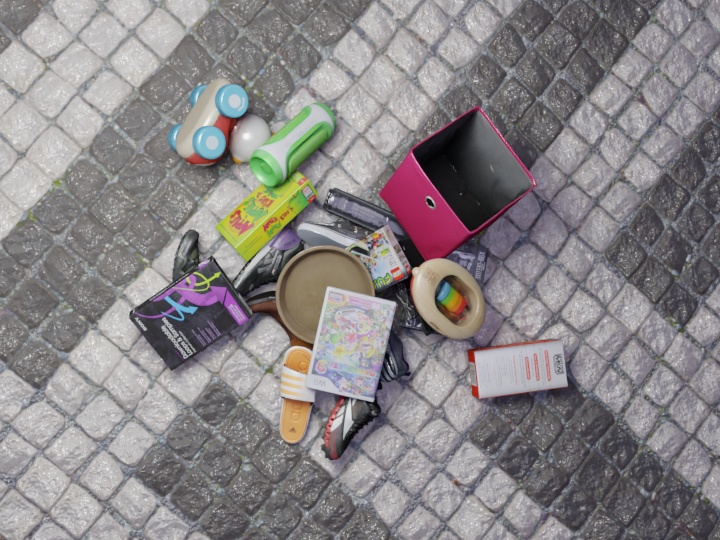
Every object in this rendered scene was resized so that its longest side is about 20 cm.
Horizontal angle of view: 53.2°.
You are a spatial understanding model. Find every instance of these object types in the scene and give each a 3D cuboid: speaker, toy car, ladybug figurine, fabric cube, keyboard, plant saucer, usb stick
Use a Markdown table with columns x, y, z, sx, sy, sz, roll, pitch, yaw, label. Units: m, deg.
| x | y | z | sx | sy | sz | roll | pitch | yaw | label |
| --- | --- | --- | --- | --- | --- | --- | --- | --- | --- |
| -0.134 | -0.256 | 1.452 | 0.088 | 0.088 | 0.200 | 44 | 58 | -4 | speaker |
| -0.253 | -0.264 | 1.452 | 0.199 | 0.183 | 0.179 | 32 | 83 | -33 | toy car |
| 0.168 | 0.055 | 1.439 | 0.200 | 0.072 | 0.137 | 43 | 72 | -25 | ladybug figurine |
| 0.186 | -0.161 | 1.430 | 0.199 | 0.199 | 0.198 | -34 | 85 | -25 | fabric cube |
| 0.111 | 0.034 | 1.486 | 0.103 | 0.039 | 0.203 | -21 | 89 | -30 | keyboard |
| -0.069 | 0.048 | 1.425 | 0.196 | 0.029 | 0.204 | -1 | 102 | -3 | plant saucer |
| 0.017 | -0.115 | 1.524 | 0.197 | 0.033 | 0.056 | 23 | 91 | -6 | usb stick |

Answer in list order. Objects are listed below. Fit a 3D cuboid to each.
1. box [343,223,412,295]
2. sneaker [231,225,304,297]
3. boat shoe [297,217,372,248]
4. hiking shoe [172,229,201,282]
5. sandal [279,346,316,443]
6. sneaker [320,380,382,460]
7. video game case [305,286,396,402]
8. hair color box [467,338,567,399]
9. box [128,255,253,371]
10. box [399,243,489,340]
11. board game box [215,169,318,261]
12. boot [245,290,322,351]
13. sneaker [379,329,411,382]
| x | y | z | sx | sy | sz | roll | pitch | yaw | label |
| --- | --- | --- | --- | --- | --- | --- | --- | --- | --- |
| 0.000 | 0.000 | 1.455 | 0.198 | 0.035 | 0.111 | -29 | 92 | 31 | box |
| -0.192 | 0.003 | 1.473 | 0.087 | 0.076 | 0.201 | 39 | 83 | -10 | sneaker |
| -0.032 | -0.074 | 1.503 | 0.196 | 0.070 | 0.067 | 15 | 63 | -2 | boat shoe |
| -0.332 | 0.020 | 1.459 | 0.099 | 0.076 | 0.204 | 7 | 96 | -13 | hiking shoe |
| -0.125 | 0.260 | 1.452 | 0.078 | 0.059 | 0.211 | 6 | 101 | -3 | sandal |
| -0.013 | 0.297 | 1.469 | 0.097 | 0.071 | 0.204 | 18 | 83 | 25 | sneaker |
| -0.019 | 0.145 | 1.414 | 0.141 | 0.018 | 0.204 | 13 | 96 | -5 | video game case |
| 0.334 | 0.208 | 1.535 | 0.196 | 0.061 | 0.104 | -6 | 88 | -6 | hair color box |
| -0.331 | 0.086 | 1.411 | 0.198 | 0.036 | 0.144 | -33 | 112 | 1 | box |
| 0.178 | 0.035 | 1.528 | 0.155 | 0.050 | 0.204 | 11 | 86 | -7 | box |
| -0.191 | -0.121 | 1.461 | 0.200 | 0.101 | 0.048 | -44 | 135 | -7 | board game box |
| -0.146 | 0.142 | 1.489 | 0.185 | 0.068 | 0.204 | -6 | 100 | -7 | boot |
| 0.042 | 0.136 | 1.510 | 0.074 | 0.087 | 0.203 | -29 | 71 | 33 | sneaker |
